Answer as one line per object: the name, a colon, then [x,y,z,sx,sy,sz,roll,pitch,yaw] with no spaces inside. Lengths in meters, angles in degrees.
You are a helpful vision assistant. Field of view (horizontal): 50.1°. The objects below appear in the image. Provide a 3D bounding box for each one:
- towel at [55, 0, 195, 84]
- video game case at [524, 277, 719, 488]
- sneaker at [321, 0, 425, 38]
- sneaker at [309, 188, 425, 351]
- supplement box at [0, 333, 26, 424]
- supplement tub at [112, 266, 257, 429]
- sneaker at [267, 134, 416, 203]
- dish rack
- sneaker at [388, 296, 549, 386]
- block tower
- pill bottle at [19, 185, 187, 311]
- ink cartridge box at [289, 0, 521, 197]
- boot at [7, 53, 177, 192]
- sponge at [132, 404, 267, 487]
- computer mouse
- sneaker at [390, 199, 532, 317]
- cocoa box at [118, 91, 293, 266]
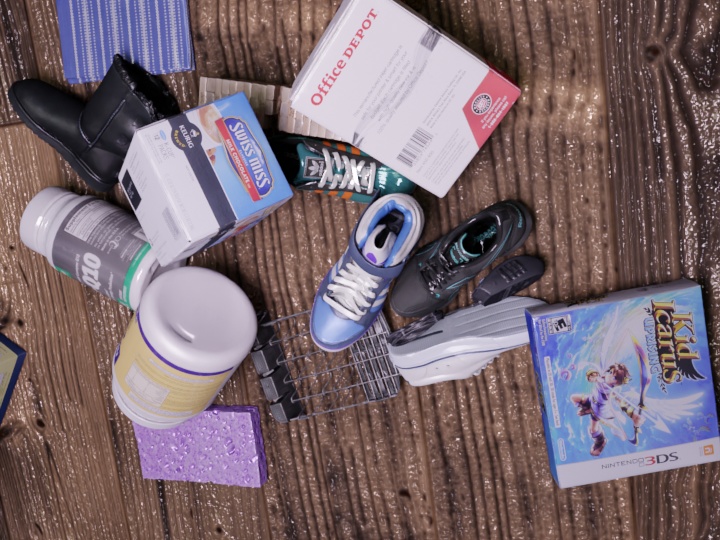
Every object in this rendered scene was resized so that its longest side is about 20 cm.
towel: [-0.310,-0.324,1.007,0.200,0.024,0.145,0,100,18]
video game case: [0.288,0.124,0.843,0.181,0.045,0.200,-11,99,1]
sneaker: [0.011,-0.313,0.867,0.200,0.075,0.090,-40,79,17]
sneaker: [0.000,0.000,0.863,0.081,0.146,0.200,35,87,9]
supplement box: [-0.646,0.193,1.148,0.134,0.200,0.200,32,111,11]
supplement tub: [-0.231,0.104,0.984,0.145,0.145,0.200,45,133,6]
sneaker: [-0.035,-0.118,0.916,0.200,0.080,0.071,13,105,17]
dish rack: [-0.046,0.111,0.990,0.200,0.055,0.154,-17,97,21]
sneaker: [0.135,0.086,0.917,0.200,0.073,0.071,-14,128,17]
block tower: [-0.096,-0.198,0.936,0.200,0.058,0.054,11,106,16]
pill bottle: [-0.344,-0.032,1.034,0.200,0.113,0.113,25,110,14]
ink cartridge box: [0.044,-0.196,0.827,0.200,0.083,0.147,29,113,-18]
boot: [-0.346,-0.215,1.007,0.162,0.073,0.198,-40,96,29]
sponge: [-0.232,0.247,1.101,0.200,0.030,0.112,-2,101,20]
computer mouse: [0.118,0.031,0.874,0.200,0.059,0.034,-25,73,-8]
sneaker: [0.102,-0.014,0.888,0.200,0.079,0.075,-41,76,23]
cocoa box: [-0.186,-0.100,0.900,0.134,0.131,0.200,65,156,-3]
